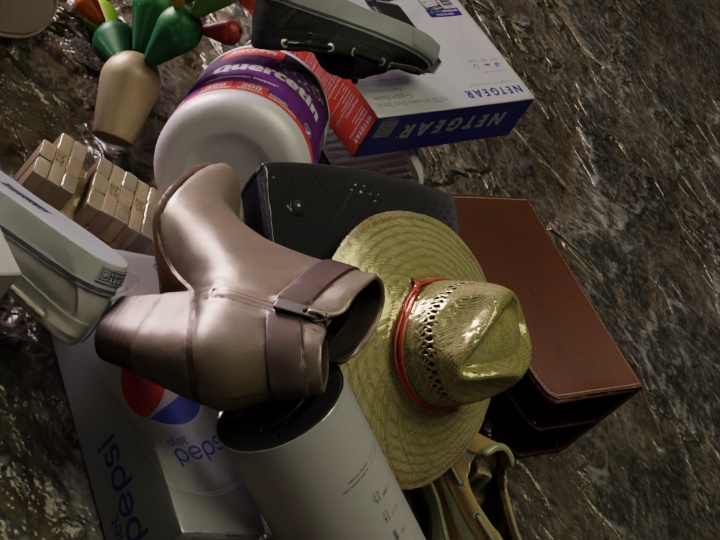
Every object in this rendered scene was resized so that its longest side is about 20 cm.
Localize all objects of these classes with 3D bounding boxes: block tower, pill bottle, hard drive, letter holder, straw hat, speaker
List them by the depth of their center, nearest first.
[{"bbox_3d":[-0.009,0.149,0.804,0.081,0.081,0.201,-78,148,-54],"label":"speaker"},{"bbox_3d":[0.066,0.047,0.909,0.201,0.085,0.202,7,81,-49],"label":"straw hat"},{"bbox_3d":[-0.143,-0.016,0.934,0.200,0.058,0.054,33,34,-24],"label":"block tower"},{"bbox_3d":[0.000,0.000,0.946,0.199,0.042,0.136,6,72,-48],"label":"hard drive"},{"bbox_3d":[-0.083,-0.103,1.035,0.112,0.112,0.200,39,20,-12],"label":"pill bottle"},{"bbox_3d":[0.115,0.045,1.141,0.142,0.101,0.201,0,54,-48],"label":"letter holder"}]

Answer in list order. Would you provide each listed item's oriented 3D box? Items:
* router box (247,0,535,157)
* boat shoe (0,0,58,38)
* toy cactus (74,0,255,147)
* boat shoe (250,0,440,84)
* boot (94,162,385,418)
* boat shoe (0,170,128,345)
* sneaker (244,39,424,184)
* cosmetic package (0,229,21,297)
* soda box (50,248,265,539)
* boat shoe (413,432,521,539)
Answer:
[{"bbox_3d":[0.028,-0.189,1.196,0.199,0.049,0.180,-13,59,-43],"label":"router box"},{"bbox_3d":[-0.301,-0.203,0.956,0.057,0.067,0.200,43,22,26],"label":"boat shoe"},{"bbox_3d":[-0.157,-0.172,1.033,0.102,0.199,0.166,28,74,-48],"label":"toy cactus"},{"bbox_3d":[-0.014,-0.178,1.066,0.068,0.057,0.200,20,5,40],"label":"boat shoe"},{"bbox_3d":[-0.057,0.007,0.796,0.200,0.145,0.070,-66,153,-44],"label":"boot"},{"bbox_3d":[-0.230,-0.026,0.827,0.199,0.066,0.072,32,5,13],"label":"boat shoe"},{"bbox_3d":[-0.012,-0.146,1.223,0.200,0.078,0.079,44,36,-1],"label":"sneaker"},{"bbox_3d":[-0.284,0.008,0.709,0.200,0.083,0.051,-1,52,-52],"label":"cosmetic package"},{"bbox_3d":[-0.128,0.085,0.826,0.063,0.068,0.201,11,46,-44],"label":"soda box"},{"bbox_3d":[0.081,0.146,1.004,0.071,0.076,0.201,17,41,-39],"label":"boat shoe"}]
